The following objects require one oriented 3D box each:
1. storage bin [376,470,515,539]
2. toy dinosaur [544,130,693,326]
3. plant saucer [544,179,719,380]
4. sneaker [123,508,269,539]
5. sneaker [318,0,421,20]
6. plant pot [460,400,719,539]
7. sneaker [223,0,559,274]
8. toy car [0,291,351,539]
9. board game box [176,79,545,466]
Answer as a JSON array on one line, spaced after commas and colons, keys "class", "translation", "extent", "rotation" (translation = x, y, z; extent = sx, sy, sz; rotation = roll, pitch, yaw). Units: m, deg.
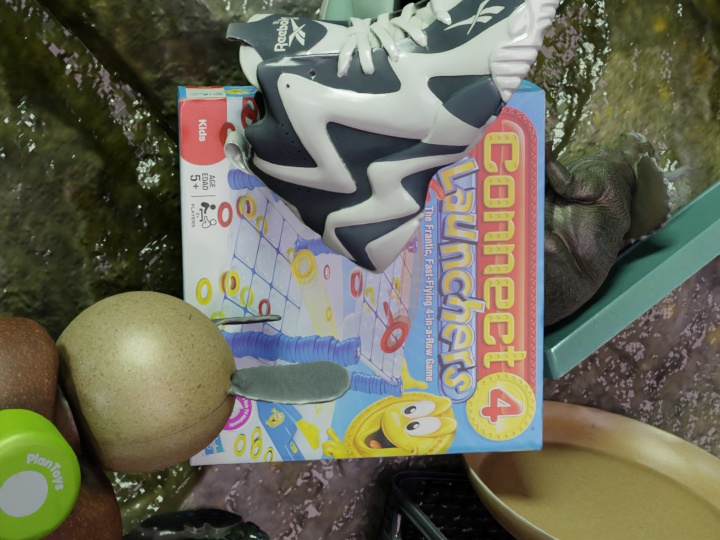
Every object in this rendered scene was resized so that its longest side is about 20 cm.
[{"class": "storage bin", "translation": [0.113, 0.190, 1.007], "extent": [0.198, 0.135, 0.095], "rotation": [6, 107, -25]}, {"class": "toy dinosaur", "translation": [0.113, -0.017, 1.011], "extent": [0.102, 0.077, 0.200], "rotation": [41, 78, -11]}, {"class": "plant saucer", "translation": [0.174, -0.002, 1.045], "extent": [0.199, 0.070, 0.019], "rotation": [-37, 105, -14]}, {"class": "sneaker", "translation": [-0.143, 0.185, 0.934], "extent": [0.198, 0.077, 0.086], "rotation": [1, 105, -23]}, {"class": "sneaker", "translation": [0.045, -0.200, 0.923], "extent": [0.073, 0.118, 0.202], "rotation": [15, 92, -24]}, {"class": "plant pot", "translation": [0.148, 0.134, 0.991], "extent": [0.199, 0.200, 0.028], "rotation": [7, 111, -25]}, {"class": "sneaker", "translation": [0.005, -0.108, 0.843], "extent": [0.129, 0.080, 0.200], "rotation": [29, 120, -10]}, {"class": "toy car", "translation": [-0.110, 0.075, 0.840], "extent": [0.199, 0.164, 0.159], "rotation": [-22, 120, -21]}, {"class": "board game box", "translation": [0.000, 0.000, 0.943], "extent": [0.194, 0.056, 0.202], "rotation": [-2, 101, -6]}]
